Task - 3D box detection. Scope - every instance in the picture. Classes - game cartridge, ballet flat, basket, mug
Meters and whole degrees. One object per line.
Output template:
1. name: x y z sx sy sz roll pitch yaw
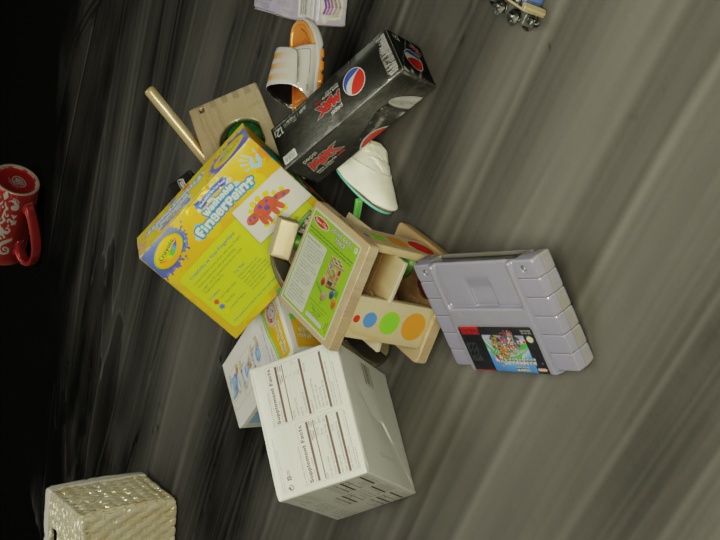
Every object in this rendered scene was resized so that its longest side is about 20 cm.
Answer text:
1. game cartridge: 0.142 0.044 1.299 0.199 0.038 0.131 -3 112 57
2. ballet flat: -0.004 -0.143 1.569 0.200 0.068 0.070 48 132 49
3. basket: -0.436 0.480 2.232 0.160 0.198 0.202 15 106 52
4. mug: -0.783 -0.122 2.880 0.134 0.175 0.201 -72 8 -55

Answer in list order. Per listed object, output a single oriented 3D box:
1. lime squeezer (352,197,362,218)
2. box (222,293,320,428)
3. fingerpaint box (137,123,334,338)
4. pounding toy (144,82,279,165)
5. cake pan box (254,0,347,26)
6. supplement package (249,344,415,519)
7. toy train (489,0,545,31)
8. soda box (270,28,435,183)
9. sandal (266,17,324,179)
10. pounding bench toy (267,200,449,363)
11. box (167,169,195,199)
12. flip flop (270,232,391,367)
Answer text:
1. lime squeezer: -0.021 -0.035 1.617 0.200 0.037 0.072 147 130 -70
2. box: -0.091 0.114 1.680 0.201 0.111 0.103 -55 45 46
3. fingerpaint box: -0.150 -0.049 1.569 0.200 0.166 0.073 -46 24 7
4. pounding toy: -0.170 -0.144 1.683 0.201 0.140 0.186 69 178 -59
5. cake pan box: -0.073 -0.426 1.670 0.199 0.052 0.187 29 119 56
6. supplement package: -0.029 0.190 1.478 0.109 0.200 0.158 -20 69 12
7. toy train: 0.136 -0.307 1.338 0.200 0.034 0.046 52 122 46
8. soda box: -0.010 -0.190 1.493 0.199 0.070 0.064 -37 58 28
9. sandal: -0.086 -0.222 1.602 0.079 0.058 0.210 -19 69 60
10. pounding bench toy: 0.000 0.000 1.462 0.200 0.154 0.126 40 113 49
11. box: -0.174 -0.016 1.758 0.047 0.200 0.194 -32 51 6
12. flip flop: -0.042 0.041 1.549 0.200 0.081 0.057 47 147 -14
